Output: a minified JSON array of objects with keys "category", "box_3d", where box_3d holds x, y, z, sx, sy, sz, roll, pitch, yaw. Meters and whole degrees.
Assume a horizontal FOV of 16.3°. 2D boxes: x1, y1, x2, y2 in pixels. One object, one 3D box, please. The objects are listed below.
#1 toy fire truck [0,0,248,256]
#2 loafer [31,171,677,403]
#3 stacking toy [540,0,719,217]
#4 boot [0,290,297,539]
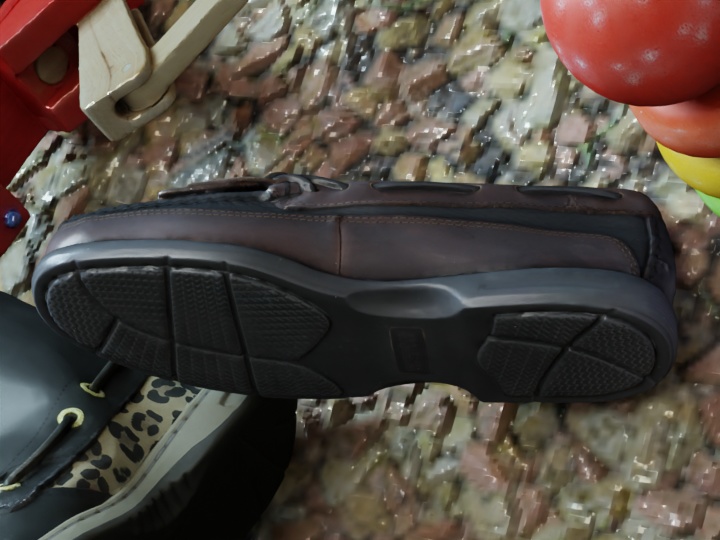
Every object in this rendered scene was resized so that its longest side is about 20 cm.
[{"category":"toy fire truck","box_3d":[-0.094,-0.079,0.906,0.141,0.049,0.200,7,56,50]},{"category":"loafer","box_3d":[0.000,0.000,0.787,0.200,0.072,0.063,5,52,5]},{"category":"stacking toy","box_3d":[0.113,-0.039,0.662,0.085,0.200,0.085,-15,63,31]},{"category":"boot","box_3d":[-0.131,0.071,0.800,0.154,0.204,0.074,20,127,23]}]
